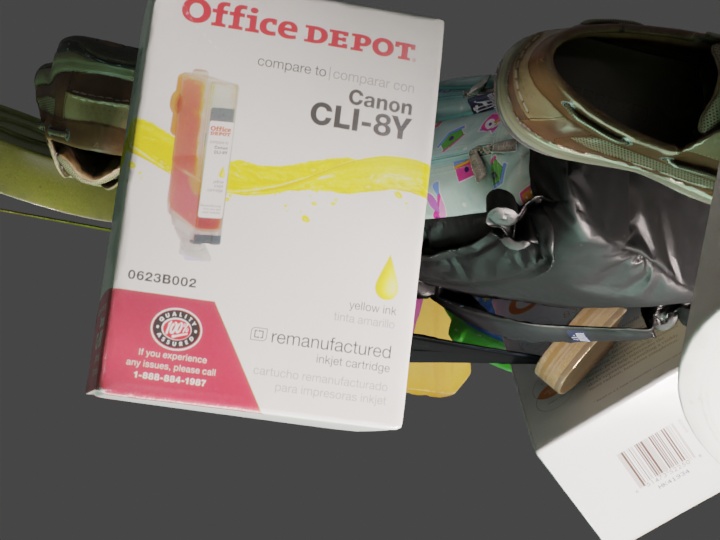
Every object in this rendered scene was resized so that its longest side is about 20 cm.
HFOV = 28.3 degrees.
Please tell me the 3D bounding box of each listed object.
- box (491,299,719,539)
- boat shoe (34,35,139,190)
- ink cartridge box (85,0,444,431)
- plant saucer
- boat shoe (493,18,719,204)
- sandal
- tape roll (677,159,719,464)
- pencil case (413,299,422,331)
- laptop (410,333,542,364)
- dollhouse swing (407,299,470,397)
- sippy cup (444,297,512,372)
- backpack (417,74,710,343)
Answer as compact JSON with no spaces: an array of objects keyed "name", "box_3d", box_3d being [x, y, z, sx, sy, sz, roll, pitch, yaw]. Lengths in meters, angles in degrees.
[{"name":"box","box_3d":[0.175,0.067,0.947,0.124,0.098,0.200,-32,-155,13]},{"name":"boat shoe","box_3d":[-0.170,-0.090,0.891,0.075,0.074,0.200,8,175,-11]},{"name":"ink cartridge box","box_3d":[-0.046,-0.030,0.691,0.145,0.201,0.083,8,172,-11]},{"name":"plant saucer","box_3d":[-0.241,-0.086,0.999,0.199,0.031,0.200,21,-171,-3]},{"name":"boat shoe","box_3d":[0.163,-0.071,0.654,0.199,0.076,0.072,6,173,-7]},{"name":"sandal","box_3d":[0.166,-0.022,0.876,0.070,0.212,0.078,41,163,18]},{"name":"tape roll","box_3d":[0.233,0.004,0.552,0.202,0.140,0.203,15,146,10]},{"name":"pencil case","box_3d":[-0.001,0.010,1.056,0.093,0.201,0.091,23,162,-33]},{"name":"laptop","box_3d":[0.000,0.000,0.892,0.116,0.200,0.187,-40,151,24]},{"name":"dollhouse swing","box_3d":[-0.013,0.014,1.262,0.199,0.177,0.181,10,174,-37]},{"name":"sippy cup","box_3d":[0.150,0.008,1.117,0.177,0.131,0.140,16,-168,-1]},{"name":"backpack","box_3d":[0.087,-0.039,0.799,0.200,0.127,0.167,-1,154,47]}]
